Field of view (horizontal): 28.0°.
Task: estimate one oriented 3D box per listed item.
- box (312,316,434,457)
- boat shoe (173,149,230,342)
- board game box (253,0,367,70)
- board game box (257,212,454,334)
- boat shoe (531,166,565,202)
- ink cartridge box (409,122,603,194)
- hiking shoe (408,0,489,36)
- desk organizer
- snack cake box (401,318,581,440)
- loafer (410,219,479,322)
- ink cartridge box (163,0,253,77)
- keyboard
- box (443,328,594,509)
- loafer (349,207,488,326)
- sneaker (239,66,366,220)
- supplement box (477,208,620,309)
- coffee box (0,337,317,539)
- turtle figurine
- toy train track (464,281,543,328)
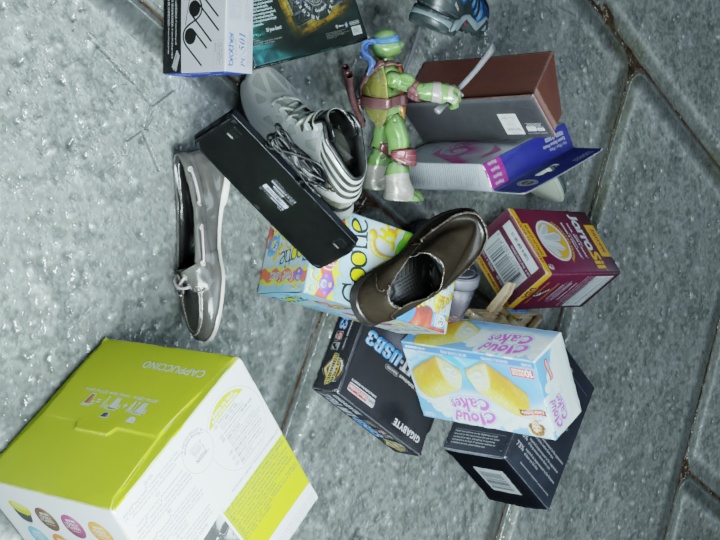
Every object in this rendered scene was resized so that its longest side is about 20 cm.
[{"bbox_3d":[0.042,0.101,1.794,0.200,0.049,0.200,42,61,-44],"label":"box"},{"bbox_3d":[-0.176,-0.027,1.509,0.056,0.067,0.202,7,82,-31],"label":"boat shoe"},{"bbox_3d":[-0.080,-0.303,1.601,0.199,0.028,0.137,-23,97,-48],"label":"board game box"},{"bbox_3d":[0.000,0.000,1.648,0.199,0.104,0.104,17,79,-33],"label":"board game box"},{"bbox_3d":[0.234,-0.171,1.987,0.200,0.072,0.062,46,62,-36],"label":"boat shoe"},{"bbox_3d":[0.171,-0.145,1.810,0.196,0.199,0.044,-29,115,-46],"label":"ink cartridge box"},{"bbox_3d":[0.123,-0.333,1.740,0.087,0.074,0.200,-70,169,18],"label":"hiking shoe"},{"bbox_3d":[0.156,-0.214,1.787,0.072,0.199,0.077,53,53,-38],"label":"desk organizer"},{"bbox_3d":[0.157,0.127,1.741,0.067,0.199,0.116,-40,124,-40],"label":"snack cake box"},{"bbox_3d":[0.098,-0.003,1.778,0.071,0.200,0.064,4,113,-11],"label":"loafer"},{"bbox_3d":[-0.156,-0.302,1.478,0.044,0.093,0.202,-3,95,-50],"label":"ink cartridge box"},{"bbox_3d":[-0.073,-0.092,1.494,0.200,0.104,0.040,46,46,-22],"label":"keyboard"},{"bbox_3d":[0.220,0.199,1.975,0.148,0.104,0.201,50,56,-41],"label":"box"},{"bbox_3d":[0.079,-0.001,1.595,0.200,0.071,0.073,-40,109,-29],"label":"loafer"},{"bbox_3d":[-0.051,-0.162,1.540,0.075,0.116,0.201,-23,71,-34],"label":"sneaker"},{"bbox_3d":[0.254,-0.016,1.978,0.199,0.086,0.111,-1,56,-51],"label":"supplement box"},{"bbox_3d":[-0.198,0.208,1.386,0.200,0.198,0.199,-51,129,-34],"label":"coffee box"},{"bbox_3d":[0.069,-0.188,1.721,0.199,0.143,0.196,-17,117,-56],"label":"turtle figurine"},{"bbox_3d":[0.190,0.070,1.869,0.115,0.033,0.199,-54,153,19],"label":"toy train track"}]
